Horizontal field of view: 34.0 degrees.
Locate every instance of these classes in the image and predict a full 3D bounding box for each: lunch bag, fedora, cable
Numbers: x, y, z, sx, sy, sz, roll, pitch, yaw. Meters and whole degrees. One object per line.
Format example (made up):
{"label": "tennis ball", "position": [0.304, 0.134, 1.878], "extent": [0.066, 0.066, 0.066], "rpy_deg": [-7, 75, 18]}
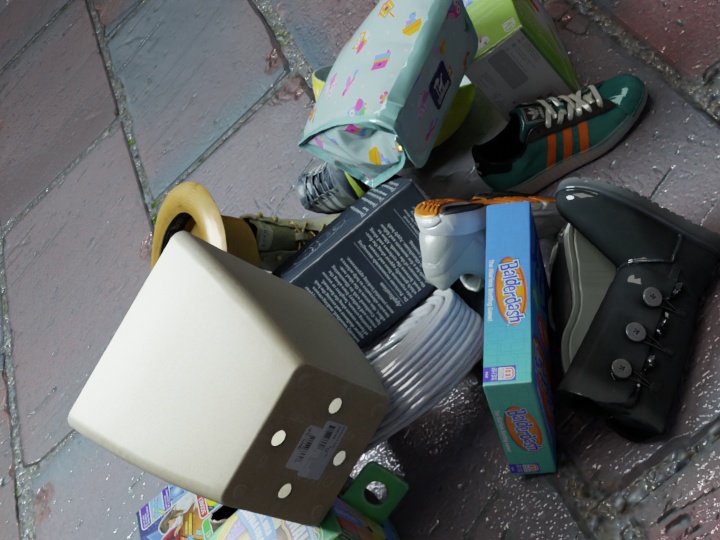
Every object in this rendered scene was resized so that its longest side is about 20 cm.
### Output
{"label": "lunch bag", "position": [0.035, -0.191, 1.210], "extent": [0.171, 0.122, 0.200], "rpy_deg": [-64, 12, -13]}
{"label": "fedora", "position": [-0.165, -0.002, 1.308], "extent": [0.200, 0.082, 0.201], "rpy_deg": [9, 100, 57]}
{"label": "cable", "position": [0.037, 0.101, 1.167], "extent": [0.200, 0.069, 0.200], "rpy_deg": [-36, 6, 25]}

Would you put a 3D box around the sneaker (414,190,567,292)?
{"label": "sneaker", "position": [0.132, -0.028, 1.186], "extent": [0.076, 0.200, 0.092], "rpy_deg": [17, 110, 51]}

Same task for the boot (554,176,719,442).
{"label": "boot", "position": [0.218, 0.031, 1.047], "extent": [0.165, 0.066, 0.200], "rpy_deg": [23, 73, 10]}

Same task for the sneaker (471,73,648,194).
{"label": "sneaker", "position": [0.210, -0.154, 1.265], "extent": [0.200, 0.080, 0.071], "rpy_deg": [-35, 38, 18]}

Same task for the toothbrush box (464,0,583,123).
{"label": "toothbrush box", "position": [0.170, -0.264, 1.352], "extent": [0.086, 0.146, 0.200], "rpy_deg": [-34, 38, 20]}

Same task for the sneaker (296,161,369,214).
{"label": "sneaker", "position": [-0.033, -0.099, 1.398], "extent": [0.081, 0.200, 0.074], "rpy_deg": [-13, 81, -5]}

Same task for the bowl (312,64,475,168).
{"label": "bowl", "position": [0.041, -0.185, 1.433], "extent": [0.200, 0.200, 0.108], "rpy_deg": [30, 125, 54]}

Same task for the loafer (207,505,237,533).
{"label": "loafer", "position": [-0.083, 0.216, 1.227], "extent": [0.073, 0.071, 0.200], "rpy_deg": [-1, 42, 46]}

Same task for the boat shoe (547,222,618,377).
{"label": "boat shoe", "position": [0.214, 0.046, 1.102], "extent": [0.060, 0.075, 0.200], "rpy_deg": [117, 162, -64]}

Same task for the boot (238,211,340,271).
{"label": "boot", "position": [-0.058, -0.036, 1.372], "extent": [0.200, 0.154, 0.072], "rpy_deg": [-17, 72, 41]}

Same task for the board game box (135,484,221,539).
{"label": "board game box", "position": [-0.181, 0.306, 1.302], "extent": [0.135, 0.034, 0.200], "rpy_deg": [-40, 36, 12]}

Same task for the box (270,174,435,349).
{"label": "box", "position": [0.000, 0.000, 1.264], "extent": [0.200, 0.107, 0.148], "rpy_deg": [-40, 10, 0]}

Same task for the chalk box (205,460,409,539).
{"label": "chalk box", "position": [-0.037, 0.265, 1.114], "extent": [0.200, 0.124, 0.124], "rpy_deg": [-44, 36, 9]}

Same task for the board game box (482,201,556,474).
{"label": "board game box", "position": [0.147, 0.062, 1.077], "extent": [0.045, 0.152, 0.200], "rpy_deg": [-5, 51, 15]}

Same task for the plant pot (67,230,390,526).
{"label": "plant pot", "position": [-0.097, 0.114, 1.041], "extent": [0.177, 0.200, 0.200], "rpy_deg": [32, 92, 42]}
